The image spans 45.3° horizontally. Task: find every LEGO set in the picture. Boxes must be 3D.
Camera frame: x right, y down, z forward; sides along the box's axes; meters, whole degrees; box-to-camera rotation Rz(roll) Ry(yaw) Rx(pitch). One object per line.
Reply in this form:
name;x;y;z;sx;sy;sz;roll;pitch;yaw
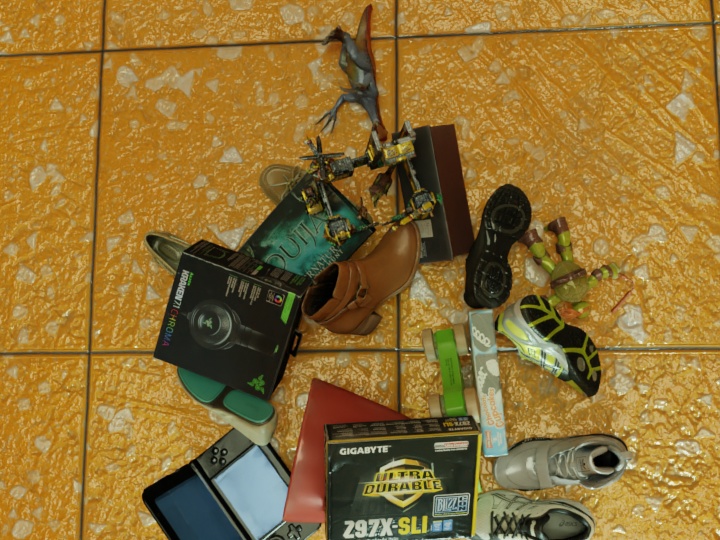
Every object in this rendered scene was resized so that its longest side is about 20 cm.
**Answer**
LEGO set;0.016;-0.124;1.213;0.198;0.116;0.155;-10;81;-7

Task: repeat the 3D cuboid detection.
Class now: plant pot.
plant pot;-0.006;0.270;1.224;0.176;0.200;0.202;13;83;-3

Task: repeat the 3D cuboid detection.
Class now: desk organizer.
desk organizer;0.113;-0.118;1.313;0.071;0.077;0.202;-6;97;38

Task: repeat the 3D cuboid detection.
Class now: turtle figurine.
turtle figurine;0.294;0.012;1.281;0.199;0.064;0.162;-26;80;2

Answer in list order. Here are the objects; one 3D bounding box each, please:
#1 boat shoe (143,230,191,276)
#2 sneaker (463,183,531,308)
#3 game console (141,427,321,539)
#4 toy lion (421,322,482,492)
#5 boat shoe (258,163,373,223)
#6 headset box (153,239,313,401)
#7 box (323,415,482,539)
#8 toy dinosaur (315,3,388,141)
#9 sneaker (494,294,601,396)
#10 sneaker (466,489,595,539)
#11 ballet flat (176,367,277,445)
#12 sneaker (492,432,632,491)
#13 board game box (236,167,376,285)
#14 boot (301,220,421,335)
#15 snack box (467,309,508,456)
boat shoe;-0.249;0.001;1.344;0.200;0.063;0.073;34;87;10
sneaker;0.192;-0.036;1.284;0.075;0.091;0.201;24;72;-11
game console;-0.183;0.347;1.259;0.175;0.116;0.201;-38;80;0
toy lion;0.140;0.206;1.228;0.068;0.193;0.201;-11;40;7
boat shoe;-0.071;-0.114;1.341;0.199;0.063;0.074;25;85;9
headset box;-0.180;0.074;1.277;0.198;0.093;0.176;21;106;3
box;0.052;0.273;1.116;0.198;0.049;0.161;-1;112;-7
toy dinosaur;0.011;-0.299;1.352;0.200;0.105;0.182;-41;100;-13
sneaker;0.276;0.111;1.250;0.200;0.076;0.076;45;50;-20
sneaker;0.234;0.355;1.227;0.198;0.088;0.076;-4;83;7
ballet flat;-0.202;0.199;1.303;0.199;0.069;0.070;30;86;31
sneaker;0.286;0.271;1.219;0.198;0.115;0.076;-10;80;5
board game box;-0.090;-0.039;1.310;0.135;0.028;0.200;45;108;3
boot;0.000;0.000;1.259;0.077;0.155;0.201;38;99;34
snack box;0.182;0.162;1.246;0.037;0.116;0.202;-6;81;5
